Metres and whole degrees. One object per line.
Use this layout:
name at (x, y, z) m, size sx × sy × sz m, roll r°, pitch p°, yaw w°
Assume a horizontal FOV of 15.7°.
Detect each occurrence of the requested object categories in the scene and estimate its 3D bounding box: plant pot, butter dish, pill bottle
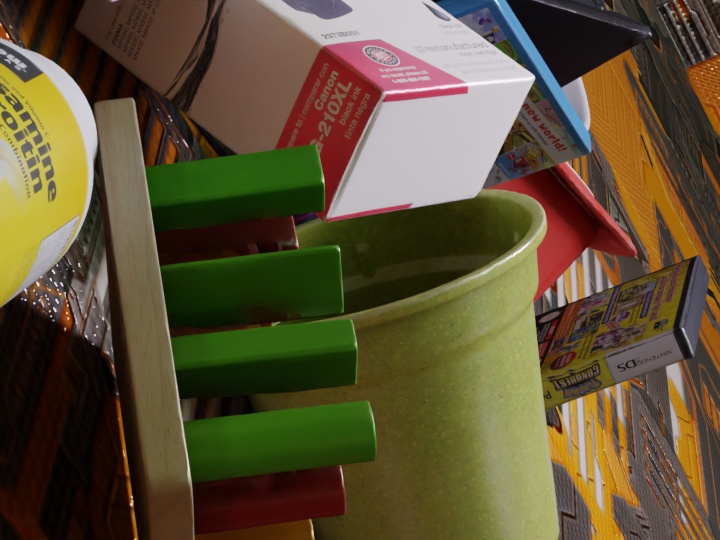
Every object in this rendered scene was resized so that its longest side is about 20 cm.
plant pot at (0.026, 0.076, 1.418) m, size 0.200 × 0.200 × 0.185 m, roll -66°, pitch 142°, yaw -69°
butter dish at (0.044, -0.035, 1.699) m, size 0.199 × 0.148 × 0.200 m, roll 20°, pitch -18°, yaw 43°
pill bottle at (-0.170, -0.034, 1.021) m, size 0.112 × 0.112 × 0.200 m, roll 65°, pitch 16°, yaw -8°

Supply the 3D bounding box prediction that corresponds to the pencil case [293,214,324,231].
pencil case at (0.000, 0.000, 1.575) m, size 0.200 × 0.092 × 0.085 m, roll 52°, pitch 22°, yaw -41°

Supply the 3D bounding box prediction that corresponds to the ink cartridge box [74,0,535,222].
ink cartridge box at (-0.031, -0.119, 1.412) m, size 0.200 × 0.084 × 0.145 m, roll 38°, pitch 27°, yaw 26°

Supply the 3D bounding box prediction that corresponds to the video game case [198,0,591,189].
video game case at (0.018, -0.087, 1.553) m, size 0.143 × 0.200 × 0.018 m, roll 53°, pitch 27°, yaw -42°

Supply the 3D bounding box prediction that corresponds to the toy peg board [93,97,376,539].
toy peg board at (-0.055, 0.057, 1.152) m, size 0.199 × 0.098 × 0.200 m, roll 93°, pitch -11°, yaw -54°

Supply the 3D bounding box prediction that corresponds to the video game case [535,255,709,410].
video game case at (0.154, 0.054, 1.843) m, size 0.026 × 0.180 × 0.200 m, roll 66°, pitch 16°, yaw -9°

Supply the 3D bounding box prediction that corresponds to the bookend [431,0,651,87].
bookend at (0.065, -0.226, 1.620) m, size 0.200 × 0.092 × 0.199 m, roll 10°, pitch 58°, yaw -52°

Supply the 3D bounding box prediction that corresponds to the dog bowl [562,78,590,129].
dog bowl at (0.125, -0.197, 2.289) m, size 0.200 × 0.079 × 0.200 m, roll 57°, pitch 18°, yaw -30°

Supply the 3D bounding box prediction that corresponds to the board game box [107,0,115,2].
board game box at (-0.128, -0.206, 1.344) m, size 0.134 × 0.034 × 0.200 m, roll 34°, pitch 27°, yaw 10°
